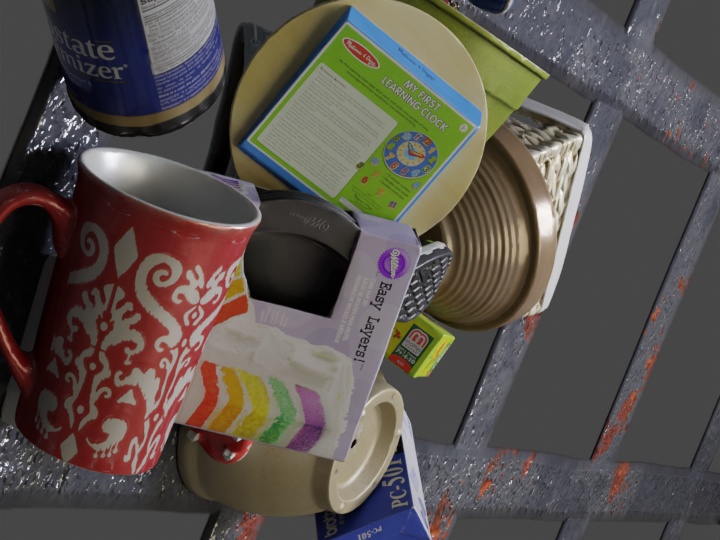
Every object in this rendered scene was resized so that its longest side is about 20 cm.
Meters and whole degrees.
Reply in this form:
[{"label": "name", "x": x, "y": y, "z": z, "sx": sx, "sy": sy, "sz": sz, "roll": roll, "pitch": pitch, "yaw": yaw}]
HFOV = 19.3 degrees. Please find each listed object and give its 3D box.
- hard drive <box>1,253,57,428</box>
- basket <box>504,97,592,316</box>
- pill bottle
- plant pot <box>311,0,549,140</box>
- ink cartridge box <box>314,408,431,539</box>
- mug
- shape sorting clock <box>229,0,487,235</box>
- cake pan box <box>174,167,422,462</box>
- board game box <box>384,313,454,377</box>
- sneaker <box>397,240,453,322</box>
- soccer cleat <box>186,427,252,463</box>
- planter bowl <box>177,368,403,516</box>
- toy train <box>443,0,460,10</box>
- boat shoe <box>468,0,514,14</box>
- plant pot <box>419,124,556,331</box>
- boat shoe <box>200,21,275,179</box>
[{"label": "hard drive", "x": -0.190, "y": 0.048, "z": 1.624, "sx": 0.200, "sy": 0.026, "sz": 0.132, "roll": -5, "pitch": 116, "yaw": -62}, {"label": "basket", "x": 0.119, "y": -0.059, "z": 2.021, "sx": 0.123, "sy": 0.135, "sz": 0.201, "roll": -20, "pitch": 129, "yaw": -52}, {"label": "pill bottle", "x": -0.155, "y": -0.192, "z": 1.383, "sx": 0.112, "sy": 0.112, "sz": 0.200, "roll": -51, "pitch": 150, "yaw": -30}, {"label": "plant pot", "x": 0.016, "y": -0.134, "z": 1.710, "sx": 0.193, "sy": 0.200, "sz": 0.200, "roll": -56, "pitch": 156, "yaw": 7}, {"label": "ink cartridge box", "x": 0.005, "y": 0.192, "z": 1.931, "sx": 0.200, "sy": 0.094, "sz": 0.044, "roll": -98, "pitch": 164, "yaw": -62}, {"label": "mug", "x": -0.183, "y": 0.023, "z": 1.490, "sx": 0.133, "sy": 0.177, "sz": 0.201, "roll": -56, "pitch": 166, "yaw": -73}, {"label": "shape sorting clock", "x": -0.001, "y": -0.109, "z": 1.605, "sx": 0.039, "sy": 0.199, "sz": 0.201, "roll": -113, "pitch": -145, "yaw": -66}, {"label": "cake pan box", "x": -0.067, "y": 0.032, "z": 1.606, "sx": 0.052, "sy": 0.184, "sz": 0.201, "roll": -115, "pitch": -137, "yaw": -65}, {"label": "board game box", "x": 0.027, "y": 0.047, "z": 1.885, "sx": 0.048, "sy": 0.101, "sz": 0.200, "roll": -53, "pitch": 174, "yaw": 1}, {"label": "sneaker", "x": 0.000, "y": 0.000, "z": 1.726, "sx": 0.200, "sy": 0.083, "sz": 0.072, "roll": -17, "pitch": 139, "yaw": -55}, {"label": "soccer cleat", "x": -0.097, "y": 0.071, "z": 1.732, "sx": 0.085, "sy": 0.068, "sz": 0.201, "roll": -39, "pitch": 143, "yaw": -46}, {"label": "planter bowl", "x": -0.047, "y": 0.133, "z": 1.851, "sx": 0.200, "sy": 0.134, "sz": 0.201, "roll": -43, "pitch": 146, "yaw": -39}, {"label": "toy train", "x": 0.065, "y": -0.238, "z": 1.850, "sx": 0.034, "sy": 0.046, "sz": 0.200, "roll": -26, "pitch": 152, "yaw": 5}, {"label": "boat shoe", "x": 0.122, "y": -0.318, "z": 1.871, "sx": 0.072, "sy": 0.072, "sz": 0.200, "roll": -50, "pitch": 151, "yaw": -33}, {"label": "plant pot", "x": 0.071, "y": -0.037, "z": 1.880, "sx": 0.093, "sy": 0.201, "sz": 0.201, "roll": -16, "pitch": 127, "yaw": -42}, {"label": "boat shoe", "x": -0.101, "y": -0.090, "z": 1.637, "sx": 0.065, "sy": 0.074, "sz": 0.203, "roll": 23, "pitch": 91, "yaw": -24}]
